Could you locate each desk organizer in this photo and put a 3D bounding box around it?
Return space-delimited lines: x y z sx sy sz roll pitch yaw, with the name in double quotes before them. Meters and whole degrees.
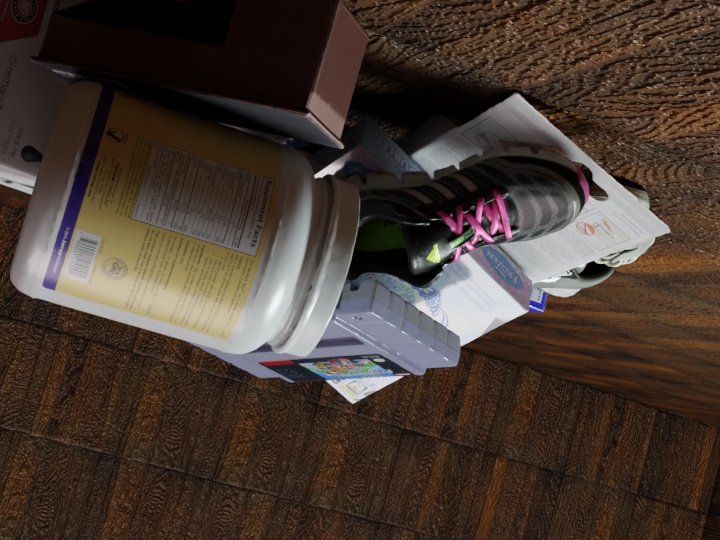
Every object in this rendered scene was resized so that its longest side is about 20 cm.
"desk organizer" -0.102 -0.143 0.795 0.199 0.077 0.072 14 174 19

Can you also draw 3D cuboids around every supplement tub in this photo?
"supplement tub" -0.114 -0.029 0.809 0.199 0.146 0.145 17 174 -14

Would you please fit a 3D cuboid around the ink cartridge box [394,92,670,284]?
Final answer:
"ink cartridge box" 0.122 -0.065 0.943 0.161 0.050 0.200 38 148 -16

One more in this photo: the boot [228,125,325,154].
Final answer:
"boot" -0.048 -0.126 0.930 0.090 0.073 0.200 3 180 -18

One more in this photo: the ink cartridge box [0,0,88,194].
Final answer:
"ink cartridge box" -0.213 -0.127 0.906 0.199 0.147 0.083 19 171 -38

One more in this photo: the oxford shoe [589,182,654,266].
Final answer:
"oxford shoe" 0.221 -0.031 1.080 0.075 0.058 0.200 10 175 13

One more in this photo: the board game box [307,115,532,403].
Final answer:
"board game box" 0.000 0.000 0.997 0.199 0.043 0.200 -30 117 35

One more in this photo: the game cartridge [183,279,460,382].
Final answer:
"game cartridge" -0.037 0.052 0.953 0.199 0.039 0.130 -7 150 35

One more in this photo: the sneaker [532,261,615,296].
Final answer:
"sneaker" 0.178 -0.014 1.253 0.199 0.074 0.079 2 170 -36

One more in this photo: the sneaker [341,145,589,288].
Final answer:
"sneaker" 0.062 -0.031 0.869 0.199 0.088 0.074 -6 127 15

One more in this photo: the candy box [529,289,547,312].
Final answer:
"candy box" 0.102 -0.013 1.448 0.199 0.077 0.169 19 172 -21
